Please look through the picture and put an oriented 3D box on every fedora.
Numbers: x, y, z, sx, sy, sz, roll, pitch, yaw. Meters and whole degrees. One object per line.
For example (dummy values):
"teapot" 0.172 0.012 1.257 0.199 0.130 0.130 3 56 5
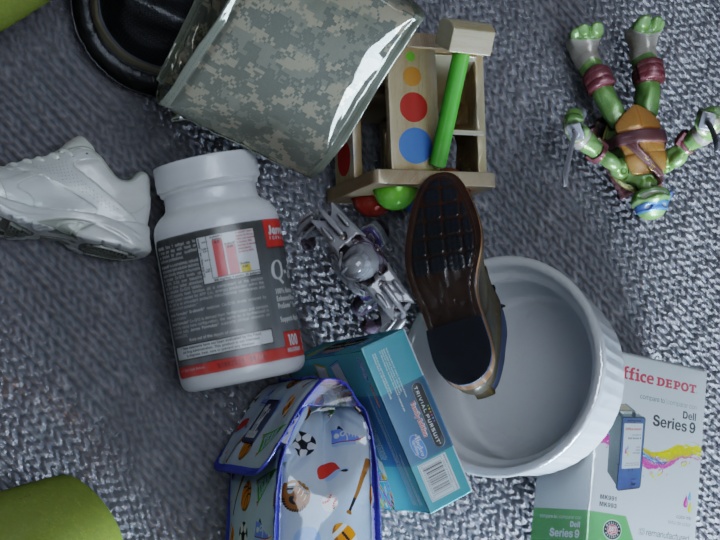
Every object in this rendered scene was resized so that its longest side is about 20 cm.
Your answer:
"fedora" -0.158 -0.251 1.671 0.199 0.091 0.203 3 83 -22

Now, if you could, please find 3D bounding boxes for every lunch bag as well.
"lunch bag" -0.066 -0.192 1.593 0.163 0.118 0.201 25 114 -22
"lunch bag" -0.055 0.195 1.626 0.123 0.170 0.202 4 84 -20

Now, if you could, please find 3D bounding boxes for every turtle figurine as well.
"turtle figurine" 0.271 -0.160 1.793 0.200 0.143 0.196 27 47 -60

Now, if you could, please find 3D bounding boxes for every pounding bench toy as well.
"pounding bench toy" 0.058 -0.134 1.688 0.123 0.200 0.158 1 83 -22

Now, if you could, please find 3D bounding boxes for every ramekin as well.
"ramekin" 0.147 0.095 1.705 0.098 0.199 0.203 21 73 -59

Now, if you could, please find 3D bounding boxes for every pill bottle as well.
"pill bottle" -0.121 0.000 1.647 0.115 0.116 0.202 -10 88 -22

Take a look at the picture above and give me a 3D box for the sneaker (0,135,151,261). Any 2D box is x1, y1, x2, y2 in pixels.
"sneaker" -0.274 -0.074 1.625 0.199 0.078 0.100 16 72 -29

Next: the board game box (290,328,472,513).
"board game box" 0.013 0.135 1.641 0.047 0.200 0.152 -24 94 -21

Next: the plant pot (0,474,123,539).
"plant pot" -0.298 0.261 1.529 0.200 0.187 0.188 -36 98 -35

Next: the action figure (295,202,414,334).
"action figure" 0.000 0.000 1.651 0.069 0.200 0.131 -29 87 5

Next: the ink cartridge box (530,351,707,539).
"ink cartridge box" 0.249 0.183 1.778 0.144 0.087 0.202 14 76 -33

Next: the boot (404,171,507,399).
"boot" 0.086 0.019 1.645 0.074 0.097 0.202 -10 69 12

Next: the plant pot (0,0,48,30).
"plant pot" -0.291 -0.308 1.587 0.187 0.187 0.201 38 87 -14
